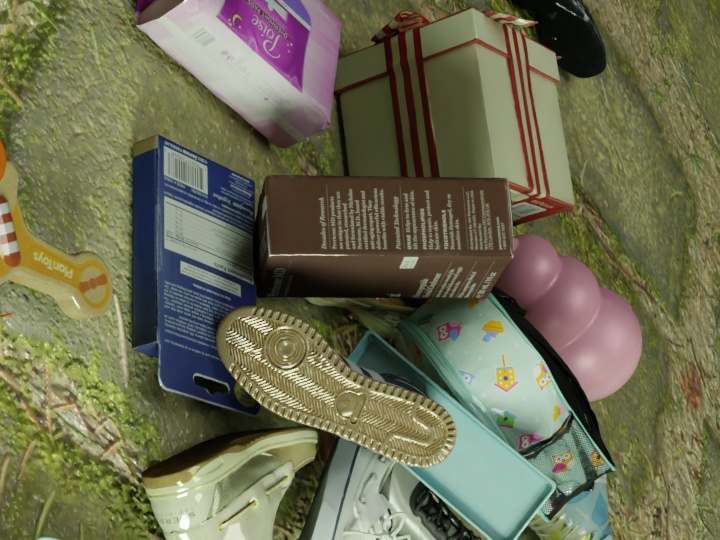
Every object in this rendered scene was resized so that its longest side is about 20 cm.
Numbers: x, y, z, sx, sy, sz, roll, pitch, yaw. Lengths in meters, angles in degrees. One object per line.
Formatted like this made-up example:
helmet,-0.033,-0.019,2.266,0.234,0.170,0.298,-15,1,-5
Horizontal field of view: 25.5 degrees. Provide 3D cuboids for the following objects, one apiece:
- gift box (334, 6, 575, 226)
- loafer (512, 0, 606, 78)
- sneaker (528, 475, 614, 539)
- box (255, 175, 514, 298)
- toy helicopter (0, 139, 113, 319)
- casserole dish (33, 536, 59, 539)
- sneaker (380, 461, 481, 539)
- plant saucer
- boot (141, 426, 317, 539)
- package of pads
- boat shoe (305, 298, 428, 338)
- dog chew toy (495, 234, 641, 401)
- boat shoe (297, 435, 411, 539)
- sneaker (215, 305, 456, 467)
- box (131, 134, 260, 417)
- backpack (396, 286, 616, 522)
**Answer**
gift box,0.103,-0.142,1.499,0.184,0.198,0.189,17,61,-59
loafer,0.236,-0.315,1.891,0.200,0.072,0.073,51,34,-34
sneaker,0.201,0.258,1.581,0.199,0.079,0.132,7,70,-55
box,0.017,-0.026,1.282,0.100,0.198,0.076,112,-22,-68
toy helicopter,-0.231,-0.004,1.035,0.200,0.078,0.134,31,53,-52
casserole dish,-0.183,0.259,1.027,0.200,0.039,0.122,48,40,-36
sneaker,0.069,0.233,1.390,0.074,0.079,0.201,-45,113,-52
plant saucer,0.063,0.136,1.291,0.200,0.070,0.019,39,7,15
boot,-0.082,0.201,1.178,0.200,0.071,0.156,-13,92,-64
package of pads,-0.097,-0.204,1.324,0.200,0.075,0.122,38,45,-43
boat shoe,0.000,0.000,1.396,0.199,0.062,0.074,29,54,-49
dog chew toy,0.203,0.043,1.647,0.200,0.124,0.125,47,40,-23
boat shoe,0.002,0.199,1.270,0.085,0.075,0.202,23,33,-2
sneaker,-0.021,0.091,1.238,0.071,0.199,0.109,-62,-179,-2
box,-0.126,0.009,1.227,0.121,0.032,0.202,25,55,-50
backpack,0.110,0.110,1.392,0.176,0.152,0.201,51,-10,53
